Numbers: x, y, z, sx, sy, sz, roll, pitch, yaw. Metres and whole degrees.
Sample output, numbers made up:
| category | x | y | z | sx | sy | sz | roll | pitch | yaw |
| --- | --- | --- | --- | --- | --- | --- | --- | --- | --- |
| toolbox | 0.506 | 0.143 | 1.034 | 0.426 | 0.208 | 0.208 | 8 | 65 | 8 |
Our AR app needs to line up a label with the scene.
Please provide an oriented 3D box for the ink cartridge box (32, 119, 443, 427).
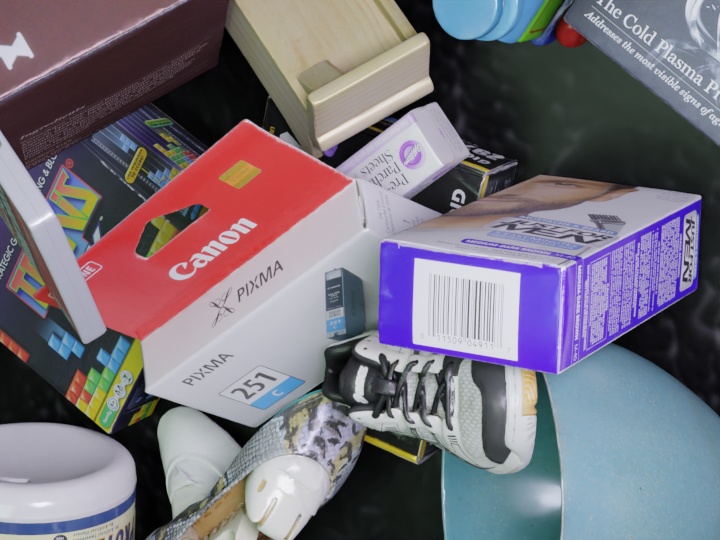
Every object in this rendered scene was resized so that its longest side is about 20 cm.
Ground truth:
| category | x | y | z | sx | sy | sz | roll | pitch | yaw |
| --- | --- | --- | --- | --- | --- | --- | --- | --- | --- |
| ink cartridge box | -0.065 | 0.010 | 1.193 | 0.200 | 0.176 | 0.045 | -36 | 48 | 32 |

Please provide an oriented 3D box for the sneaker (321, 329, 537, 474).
| category | x | y | z | sx | sy | sz | roll | pitch | yaw |
| --- | --- | --- | --- | --- | --- | --- | --- | --- | --- |
| sneaker | 0.035 | 0.073 | 1.137 | 0.200 | 0.088 | 0.076 | -177 | 90 | -72 |

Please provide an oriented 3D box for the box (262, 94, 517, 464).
| category | x | y | z | sx | sy | sz | roll | pitch | yaw |
| --- | --- | --- | --- | --- | --- | --- | --- | --- | --- |
| box | 0.000 | 0.000 | 1.277 | 0.160 | 0.049 | 0.200 | 23 | 113 | 25 |

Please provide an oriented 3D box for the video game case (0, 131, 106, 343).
| category | x | y | z | sx | sy | sz | roll | pitch | yaw |
| --- | --- | --- | --- | --- | --- | --- | --- | --- | --- |
| video game case | -0.211 | -0.065 | 1.138 | 0.017 | 0.143 | 0.200 | -31 | 64 | -11 |

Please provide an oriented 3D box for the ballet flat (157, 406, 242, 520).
| category | x | y | z | sx | sy | sz | roll | pitch | yaw |
| --- | --- | --- | --- | --- | --- | --- | --- | --- | --- |
| ballet flat | -0.086 | 0.183 | 1.363 | 0.069 | 0.069 | 0.200 | -36 | 84 | 32 |

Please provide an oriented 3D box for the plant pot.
| category | x | y | z | sx | sy | sz | roll | pitch | yaw |
| --- | --- | --- | --- | --- | --- | --- | --- | --- | --- |
| plant pot | 0.141 | 0.129 | 1.162 | 0.135 | 0.200 | 0.200 | 1 | 109 | -16 |

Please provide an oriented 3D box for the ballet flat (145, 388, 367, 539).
| category | x | y | z | sx | sy | sz | roll | pitch | yaw |
| --- | --- | --- | --- | --- | --- | --- | --- | --- | --- |
| ballet flat | -0.066 | 0.157 | 1.277 | 0.200 | 0.072 | 0.072 | -43 | 80 | 24 |

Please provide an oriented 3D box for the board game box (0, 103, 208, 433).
| category | x | y | z | sx | sy | sz | roll | pitch | yaw |
| --- | --- | --- | --- | --- | --- | --- | --- | --- | --- |
| board game box | -0.177 | -0.017 | 1.370 | 0.165 | 0.057 | 0.200 | 37 | 118 | 16 |

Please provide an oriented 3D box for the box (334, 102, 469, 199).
| category | x | y | z | sx | sy | sz | roll | pitch | yaw |
| --- | --- | --- | --- | --- | --- | --- | --- | --- | --- |
| box | -0.021 | -0.031 | 1.229 | 0.200 | 0.039 | 0.041 | -35 | 85 | 32 |

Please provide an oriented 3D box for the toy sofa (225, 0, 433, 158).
| category | x | y | z | sx | sy | sz | roll | pitch | yaw |
| --- | --- | --- | --- | --- | --- | --- | --- | --- | --- |
| toy sofa | -0.041 | -0.172 | 1.220 | 0.083 | 0.098 | 0.200 | -30 | 72 | -10 |

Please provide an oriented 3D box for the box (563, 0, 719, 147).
| category | x | y | z | sx | sy | sz | roll | pitch | yaw |
| --- | --- | --- | --- | --- | --- | --- | --- | --- | --- |
| box | 0.246 | -0.150 | 1.063 | 0.200 | 0.104 | 0.182 | 41 | 118 | 15 |

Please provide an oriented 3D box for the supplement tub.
| category | x | y | z | sx | sy | sz | roll | pitch | yaw |
| --- | --- | --- | --- | --- | --- | --- | --- | --- | --- |
| supplement tub | -0.231 | 0.221 | 1.409 | 0.145 | 0.145 | 0.200 | 12 | 108 | 27 |

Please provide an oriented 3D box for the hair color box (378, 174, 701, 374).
| category | x | y | z | sx | sy | sz | roll | pitch | yaw |
| --- | --- | --- | --- | --- | --- | --- | --- | --- | --- |
| hair color box | 0.105 | -0.003 | 1.125 | 0.109 | 0.200 | 0.065 | 9 | 105 | 28 |

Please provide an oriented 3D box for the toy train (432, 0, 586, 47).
| category | x | y | z | sx | sy | sz | roll | pitch | yaw |
| --- | --- | --- | --- | --- | --- | --- | --- | --- | --- |
| toy train | 0.120 | -0.211 | 1.112 | 0.085 | 0.116 | 0.200 | 42 | 119 | 14 |

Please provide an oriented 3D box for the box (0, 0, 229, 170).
| category | x | y | z | sx | sy | sz | roll | pitch | yaw |
| --- | --- | --- | --- | --- | --- | --- | --- | --- | --- |
| box | -0.189 | -0.179 | 1.218 | 0.164 | 0.200 | 0.166 | -30 | 86 | -11 |
